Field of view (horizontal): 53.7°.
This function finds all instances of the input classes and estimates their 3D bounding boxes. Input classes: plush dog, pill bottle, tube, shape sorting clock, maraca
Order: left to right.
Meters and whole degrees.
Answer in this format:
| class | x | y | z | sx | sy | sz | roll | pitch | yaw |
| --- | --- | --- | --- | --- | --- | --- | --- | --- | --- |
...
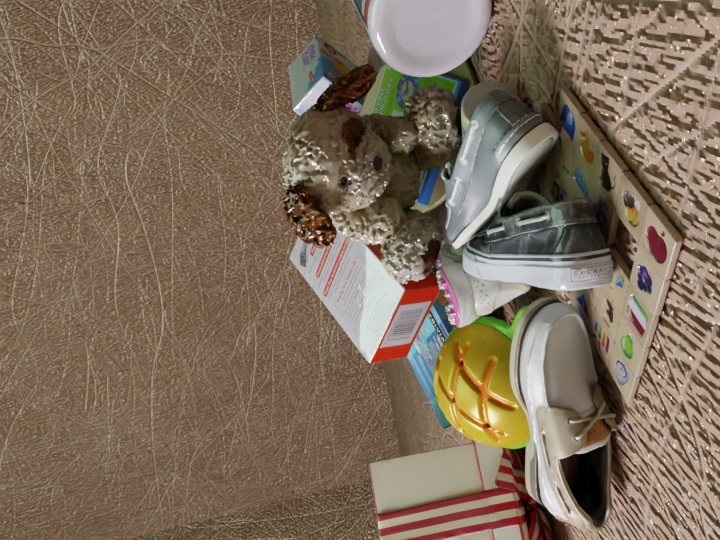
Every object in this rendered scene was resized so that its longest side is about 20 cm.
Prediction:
| class | x | y | z | sx | sy | sz | roll | pitch | yaw |
| --- | --- | --- | --- | --- | --- | --- | --- | --- | --- |
| plush dog | -0.006 | -0.101 | 0.701 | 0.172 | 0.160 | 0.201 | 19 | -98 | -51 |
| pill bottle | 0.046 | -0.285 | 0.703 | 0.200 | 0.116 | 0.116 | -106 | 5 | -47 |
| shape sorting clock | 0.061 | -0.160 | 0.812 | 0.200 | 0.039 | 0.201 | -3 | 86 | 47 |
| tube | 0.124 | -0.103 | 0.691 | 0.052 | 0.058 | 0.200 | 39 | 167 | 21 |
| maraca | 0.142 | 0.107 | 0.700 | 0.137 | 0.107 | 0.200 | 65 | 150 | 7 |

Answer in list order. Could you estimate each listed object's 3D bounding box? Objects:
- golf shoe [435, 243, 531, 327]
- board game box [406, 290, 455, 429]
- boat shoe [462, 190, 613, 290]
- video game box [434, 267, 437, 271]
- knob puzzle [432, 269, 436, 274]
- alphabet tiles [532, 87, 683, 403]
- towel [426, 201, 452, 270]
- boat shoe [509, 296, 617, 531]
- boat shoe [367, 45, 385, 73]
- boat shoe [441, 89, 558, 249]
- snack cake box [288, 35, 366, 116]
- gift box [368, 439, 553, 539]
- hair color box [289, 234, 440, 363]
| class | x | y | z | sx | sy | sz | roll | pitch | yaw |
| --- | --- | --- | --- | --- | --- | --- | --- | --- | --- |
| golf shoe | 0.128 | 0.006 | 0.739 | 0.200 | 0.091 | 0.076 | -67 | -42 | -76 |
| board game box | 0.115 | 0.113 | 0.920 | 0.151 | 0.047 | 0.200 | 63 | 164 | 15 |
| boat shoe | 0.136 | -0.028 | 0.560 | 0.200 | 0.072 | 0.071 | -169 | 75 | -75 |
| video game box | 0.129 | 0.030 | 1.042 | 0.182 | 0.047 | 0.201 | 113 | 145 | -77 |
| knob puzzle | 0.058 | -0.006 | 1.005 | 0.220 | 0.030 | 0.220 | 56 | 169 | 17 |
| alphabet tiles | 0.169 | -0.029 | 0.528 | 0.167 | 0.008 | 0.200 | 81 | 176 | -46 |
| towel | 0.085 | -0.092 | 0.896 | 0.200 | 0.032 | 0.191 | 49 | 153 | 48 |
| boat shoe | 0.171 | 0.117 | 0.570 | 0.068 | 0.075 | 0.201 | 32 | 140 | 58 |
| boat shoe | 0.058 | -0.255 | 0.949 | 0.086 | 0.074 | 0.202 | 83 | 170 | -60 |
| boat shoe | 0.105 | -0.081 | 0.608 | 0.062 | 0.073 | 0.200 | 49 | 162 | 11 |
| snack cake box | -0.002 | -0.225 | 1.003 | 0.200 | 0.067 | 0.115 | 29 | -145 | -33 |
| gift box | 0.127 | 0.297 | 0.841 | 0.200 | 0.186 | 0.185 | 36 | -139 | -72 |
| hair color box | 0.000 | 0.000 | 0.846 | 0.200 | 0.064 | 0.111 | 49 | 129 | 36 |
